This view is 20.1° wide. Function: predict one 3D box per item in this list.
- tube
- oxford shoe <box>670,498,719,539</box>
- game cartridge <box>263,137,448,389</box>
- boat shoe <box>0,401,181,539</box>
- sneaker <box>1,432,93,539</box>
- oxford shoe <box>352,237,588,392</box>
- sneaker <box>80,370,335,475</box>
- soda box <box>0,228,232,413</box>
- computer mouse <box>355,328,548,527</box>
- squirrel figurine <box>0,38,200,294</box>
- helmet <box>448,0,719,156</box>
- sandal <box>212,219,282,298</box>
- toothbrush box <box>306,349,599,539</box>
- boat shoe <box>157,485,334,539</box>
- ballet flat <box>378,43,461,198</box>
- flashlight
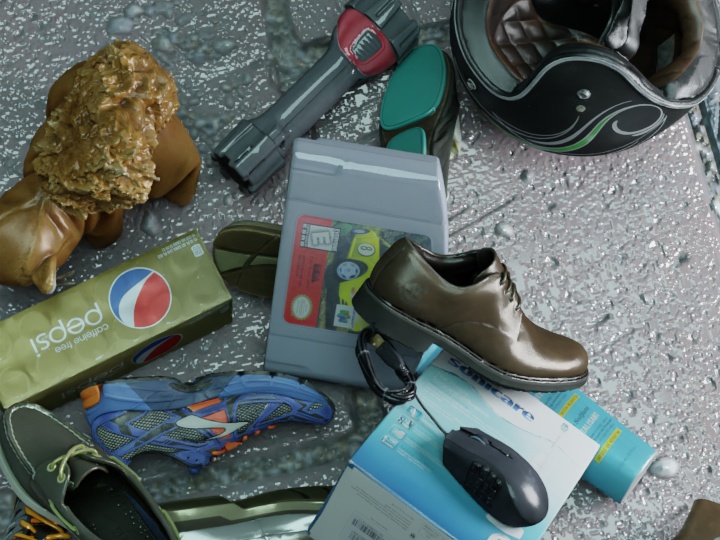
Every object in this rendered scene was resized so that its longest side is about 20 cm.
[{"bbox_3d":[0.142,0.107,1.621,0.199,0.051,0.078,36,66,13],"label":"tube"},{"bbox_3d":[0.230,0.264,1.570,0.084,0.073,0.200,30,69,22],"label":"oxford shoe"},{"bbox_3d":[0.000,0.000,1.579,0.132,0.202,0.041,7,27,-3],"label":"game cartridge"},{"bbox_3d":[-0.199,0.164,1.505,0.072,0.061,0.202,-31,65,-32],"label":"boat shoe"},{"bbox_3d":[-0.240,0.215,1.539,0.077,0.077,0.202,13,69,3],"label":"sneaker"},{"bbox_3d":[0.099,0.033,1.533,0.199,0.073,0.085,23,108,-25],"label":"oxford shoe"},{"bbox_3d":[-0.118,0.119,1.587,0.198,0.075,0.079,-3,88,-7],"label":"sneaker"},{"bbox_3d":[-0.202,0.046,1.602,0.199,0.064,0.068,-26,75,-11],"label":"soda box"},{"bbox_3d":[0.066,0.108,1.482,0.200,0.034,0.058,45,38,21],"label":"computer mouse"},{"bbox_3d":[-0.222,-0.076,1.568,0.141,0.200,0.187,42,62,2],"label":"squirrel figurine"},{"bbox_3d":[0.174,-0.185,1.638,0.199,0.190,0.202,8,77,-41],"label":"helmet"},{"bbox_3d":[-0.020,-0.001,1.634,0.198,0.081,0.054,16,30,5],"label":"sandal"},{"bbox_3d":[0.073,0.162,1.523,0.146,0.086,0.200,35,36,6],"label":"toothbrush box"},{"bbox_3d":[-0.063,0.207,1.564,0.198,0.075,0.069,-4,92,-7],"label":"boat shoe"},{"bbox_3d":[0.048,-0.101,1.658,0.067,0.069,0.201,-14,37,23],"label":"ballet flat"},{"bbox_3d":[-0.039,-0.148,1.679,0.200,0.068,0.068,-45,54,-11],"label":"flashlight"}]
